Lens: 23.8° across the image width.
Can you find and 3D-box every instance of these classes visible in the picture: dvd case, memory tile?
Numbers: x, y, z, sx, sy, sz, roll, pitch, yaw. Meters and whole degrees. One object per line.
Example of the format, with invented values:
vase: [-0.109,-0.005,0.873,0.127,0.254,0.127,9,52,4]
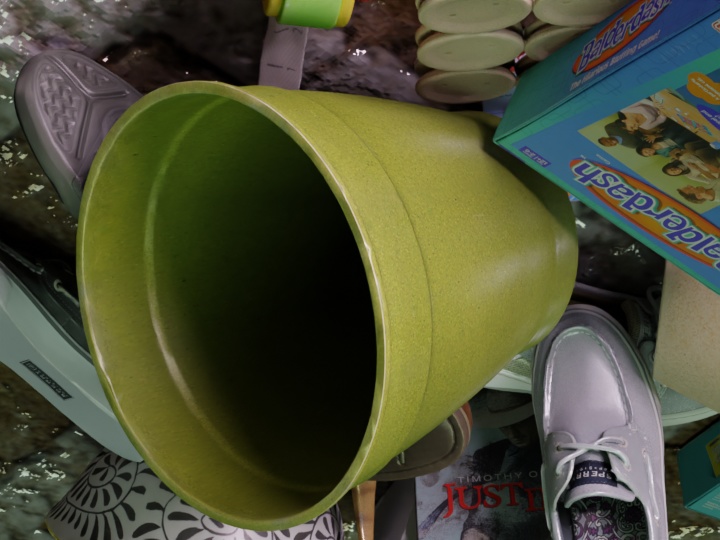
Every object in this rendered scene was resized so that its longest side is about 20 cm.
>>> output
dvd case: [0.103,0.143,1.016,0.145,0.201,0.022,-5,141,5]
memory tile: [0.123,-0.111,0.776,0.198,0.017,0.153,-5,167,2]

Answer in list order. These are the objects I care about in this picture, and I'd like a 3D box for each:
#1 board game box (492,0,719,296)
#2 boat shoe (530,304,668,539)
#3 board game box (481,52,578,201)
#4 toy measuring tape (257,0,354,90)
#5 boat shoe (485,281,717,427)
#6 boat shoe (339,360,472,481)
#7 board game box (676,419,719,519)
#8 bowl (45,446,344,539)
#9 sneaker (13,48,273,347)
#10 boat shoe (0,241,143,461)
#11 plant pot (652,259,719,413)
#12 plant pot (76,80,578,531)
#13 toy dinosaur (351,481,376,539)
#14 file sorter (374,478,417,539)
board game box: [0.169,-0.060,0.726,0.152,0.045,0.200,32,155,-15]
boat shoe: [0.133,0.117,0.919,0.069,0.203,0.071,-10,174,11]
board game box: [0.163,-0.081,0.887,0.198,0.020,0.103,-6,139,5]
toy measuring tape: [-0.028,-0.120,0.795,0.073,0.074,0.201,6,140,-9]
boat shoe: [0.132,0.038,0.992,0.200,0.075,0.065,13,139,-4]
boat shoe: [-0.021,0.068,0.954,0.199,0.068,0.072,1,117,31]
board game box: [0.327,0.109,1.102,0.150,0.047,0.200,21,135,-25]
bowl: [-0.088,0.139,1.063,0.199,0.095,0.201,17,-177,-1]
sneaker: [-0.130,-0.024,0.900,0.114,0.077,0.200,-12,129,43]
boat shoe: [-0.179,0.028,0.978,0.068,0.057,0.200,-8,132,49]
plant pot: [0.262,0.024,0.917,0.198,0.188,0.188,8,142,11]
plant pot: [0.000,0.000,0.821,0.192,0.201,0.200,-15,158,-46]
toy dinosaur: [0.001,0.102,1.020,0.060,0.106,0.202,0,98,4]
file sorter: [0.055,0.224,1.091,0.124,0.201,0.139,27,136,-5]
